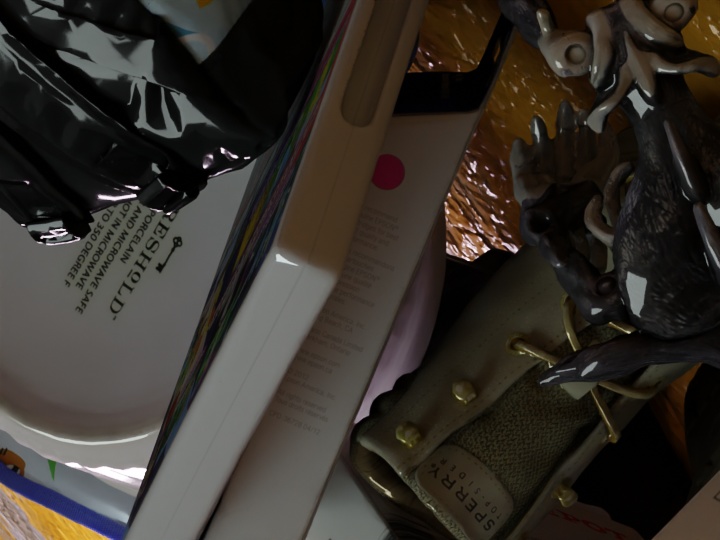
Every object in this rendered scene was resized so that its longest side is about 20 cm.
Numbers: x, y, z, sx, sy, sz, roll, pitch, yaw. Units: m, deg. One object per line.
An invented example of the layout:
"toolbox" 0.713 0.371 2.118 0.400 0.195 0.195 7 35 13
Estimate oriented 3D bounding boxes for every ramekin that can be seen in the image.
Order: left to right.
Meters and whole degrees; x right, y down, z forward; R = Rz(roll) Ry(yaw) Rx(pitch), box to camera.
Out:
"ramekin" -0.075 -0.012 1.035 0.202 0.203 0.094 39 -168 23

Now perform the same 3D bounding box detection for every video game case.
"video game case" -0.018 -0.023 0.833 0.023 0.183 0.200 22 146 -6

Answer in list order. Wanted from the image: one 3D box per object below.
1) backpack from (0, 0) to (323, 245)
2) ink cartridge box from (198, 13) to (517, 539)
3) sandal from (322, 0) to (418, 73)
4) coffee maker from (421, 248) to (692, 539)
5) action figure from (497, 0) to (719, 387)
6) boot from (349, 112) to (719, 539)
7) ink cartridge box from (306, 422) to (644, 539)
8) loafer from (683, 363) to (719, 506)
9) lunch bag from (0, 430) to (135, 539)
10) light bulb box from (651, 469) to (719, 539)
"backpack" -0.118 -0.121 0.838 0.200 0.154 0.163 32 154 -25
"ink cartridge box" 0.000 0.000 0.881 0.037 0.201 0.095 24 -169 -3
"sandal" -0.042 -0.134 0.915 0.200 0.080 0.087 52 159 -25
"coffee maker" 0.084 0.097 1.110 0.191 0.135 0.200 -3 136 36
"action figure" 0.082 -0.047 0.726 0.201 0.118 0.102 66 -163 -3
"boot" 0.079 0.021 0.834 0.072 0.155 0.200 48 166 -11
"ink cartridge box" 0.054 0.142 0.925 0.145 0.085 0.200 22 -167 -24
"loafer" 0.140 0.067 0.850 0.068 0.076 0.200 29 -154 -5
"lunch bag" -0.091 0.021 1.171 0.123 0.171 0.200 21 -178 -26
"light bulb box" 0.187 0.122 0.730 0.125 0.198 0.200 25 153 55
